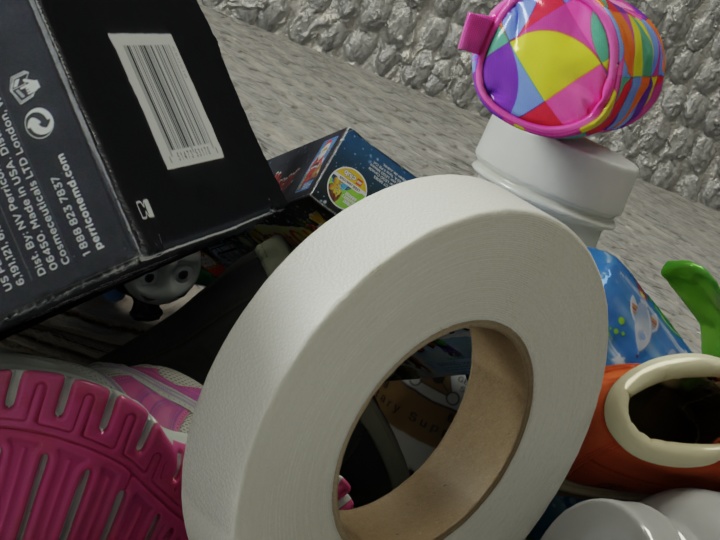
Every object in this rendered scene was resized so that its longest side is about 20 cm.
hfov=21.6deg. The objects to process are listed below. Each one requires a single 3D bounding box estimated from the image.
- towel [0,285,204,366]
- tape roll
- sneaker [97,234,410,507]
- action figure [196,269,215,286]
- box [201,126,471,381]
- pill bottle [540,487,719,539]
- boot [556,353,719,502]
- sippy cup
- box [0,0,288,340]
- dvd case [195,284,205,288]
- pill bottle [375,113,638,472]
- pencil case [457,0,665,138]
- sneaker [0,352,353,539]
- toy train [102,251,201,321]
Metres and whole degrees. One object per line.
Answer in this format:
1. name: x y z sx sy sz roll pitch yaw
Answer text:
1. towel: -0.107 0.027 1.011 0.131 0.035 0.200 15 8 10
2. tape roll: 0.019 0.061 0.755 0.202 0.204 0.037 11 16 -48
3. sneaker: -0.049 0.067 0.899 0.075 0.106 0.200 64 1 39
4. action figure: -0.033 -0.008 1.081 0.117 0.055 0.200 8 -5 -30
5. box: 0.000 0.000 0.909 0.136 0.038 0.200 35 -17 -16
6. pill bottle: 0.172 0.158 0.854 0.199 0.109 0.109 15 14 -37
7. boot: 0.176 0.077 0.879 0.198 0.076 0.107 4 -15 -24
8. sippy cup: 0.119 0.065 0.979 0.131 0.139 0.178 59 25 -14
9. box: -0.159 -0.028 0.745 0.118 0.199 0.197 66 13 -1
10. dvd case: -0.070 0.025 1.207 0.148 0.016 0.200 29 12 20
11. pill bottle: 0.078 0.016 1.077 0.114 0.201 0.114 22 11 -5
12. pencil case: 0.117 -0.117 1.043 0.088 0.089 0.200 26 10 14
13. sneaker: -0.101 0.078 0.762 0.199 0.082 0.088 25 6 -40
14. toy train: -0.127 -0.044 0.932 0.086 0.115 0.200 -7 14 -29
